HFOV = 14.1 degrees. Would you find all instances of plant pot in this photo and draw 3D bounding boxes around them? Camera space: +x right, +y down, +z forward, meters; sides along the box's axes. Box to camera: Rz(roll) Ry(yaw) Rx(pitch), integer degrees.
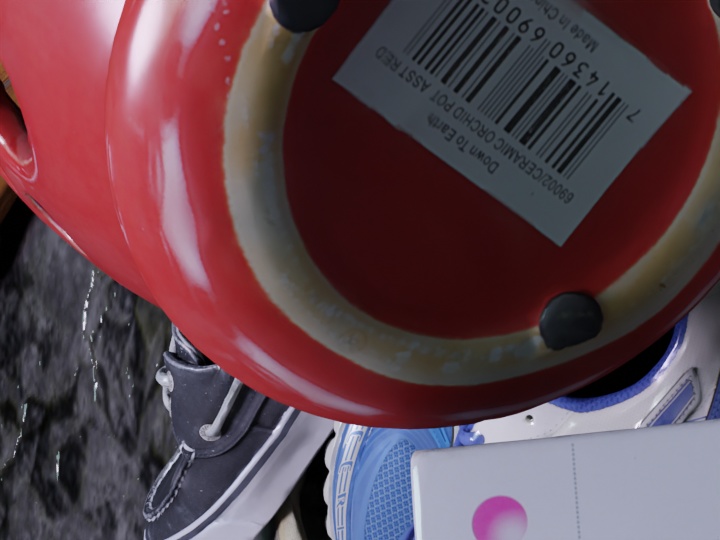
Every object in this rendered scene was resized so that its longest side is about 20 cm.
[{"bbox_3d":[-0.002,-0.067,0.727,0.183,0.200,0.201,51,129,57],"label":"plant pot"}]

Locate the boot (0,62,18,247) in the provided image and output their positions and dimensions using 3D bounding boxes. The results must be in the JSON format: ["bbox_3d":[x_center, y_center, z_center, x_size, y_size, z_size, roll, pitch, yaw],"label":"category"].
[{"bbox_3d":[-0.190,-0.101,1.374,0.200,0.068,0.189,-51,42,45],"label":"boot"}]

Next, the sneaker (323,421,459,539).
[{"bbox_3d":[0.049,0.043,0.878,0.089,0.078,0.200,57,133,54],"label":"sneaker"}]

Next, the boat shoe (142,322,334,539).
[{"bbox_3d":[-0.040,0.035,1.032,0.200,0.068,0.072,-51,16,41],"label":"boat shoe"}]

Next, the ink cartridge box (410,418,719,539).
[{"bbox_3d":[0.114,0.128,0.633,0.043,0.196,0.200,61,-157,-69],"label":"ink cartridge box"}]

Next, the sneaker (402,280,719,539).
[{"bbox_3d":[0.050,0.052,0.797,0.200,0.088,0.075,-35,20,25],"label":"sneaker"}]

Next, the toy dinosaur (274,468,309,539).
[{"bbox_3d":[-0.004,0.131,1.001,0.088,0.047,0.200,122,146,-51],"label":"toy dinosaur"}]
